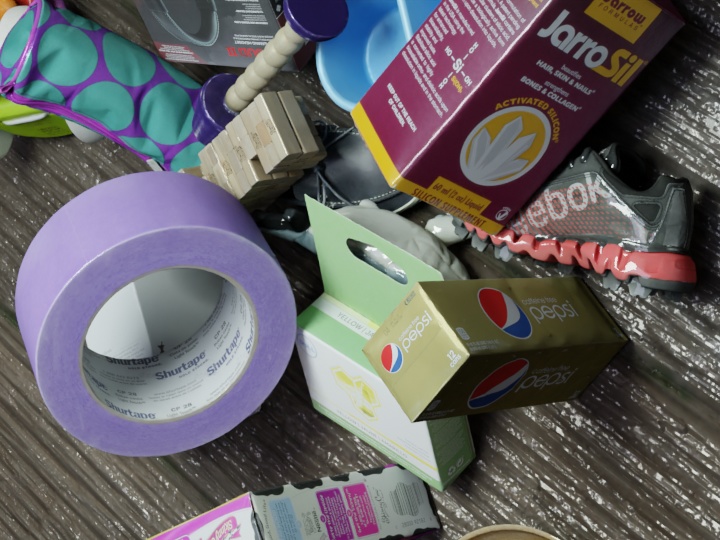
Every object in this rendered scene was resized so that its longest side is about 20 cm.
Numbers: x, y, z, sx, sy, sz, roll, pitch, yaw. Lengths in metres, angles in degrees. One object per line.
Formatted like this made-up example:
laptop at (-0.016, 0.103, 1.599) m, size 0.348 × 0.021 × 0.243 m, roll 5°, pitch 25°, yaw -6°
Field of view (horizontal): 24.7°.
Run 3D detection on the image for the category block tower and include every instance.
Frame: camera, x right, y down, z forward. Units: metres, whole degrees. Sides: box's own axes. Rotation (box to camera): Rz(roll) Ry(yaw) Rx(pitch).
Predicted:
block tower at (-0.106, -0.066, 1.295) m, size 0.199 × 0.054 × 0.058 m, roll -36°, pitch 74°, yaw 42°

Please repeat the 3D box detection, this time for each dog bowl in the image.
dog bowl at (0.047, -0.175, 1.204) m, size 0.199 × 0.049 × 0.113 m, roll -20°, pitch 79°, yaw 38°

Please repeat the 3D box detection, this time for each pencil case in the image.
pencil case at (-0.201, -0.140, 1.345) m, size 0.085 × 0.199 × 0.093 m, roll -10°, pitch 58°, yaw 54°

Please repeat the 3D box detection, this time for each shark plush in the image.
shark plush at (0.000, 0.000, 1.247) m, size 0.197 × 0.091 × 0.084 m, roll 13°, pitch 131°, yaw 10°

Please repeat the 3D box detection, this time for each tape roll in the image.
tape roll at (-0.152, 0.034, 1.227) m, size 0.202 × 0.198 × 0.085 m, roll -63°, pitch 32°, yaw 22°

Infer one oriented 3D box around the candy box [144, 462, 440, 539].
candy box at (-0.053, 0.201, 1.243) m, size 0.136 × 0.199 × 0.062 m, roll -28°, pitch 75°, yaw 36°

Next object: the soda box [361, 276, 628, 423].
soda box at (0.096, 0.050, 1.113) m, size 0.068 × 0.199 × 0.064 m, roll -51°, pitch 62°, yaw 28°

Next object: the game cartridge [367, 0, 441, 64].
game cartridge at (0.109, -0.184, 1.205) m, size 0.200 × 0.032 × 0.177 m, roll -43°, pitch 66°, yaw 30°

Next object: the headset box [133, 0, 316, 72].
headset box at (-0.114, -0.245, 1.296) m, size 0.147 × 0.077 × 0.201 m, roll 10°, pitch 138°, yaw 34°

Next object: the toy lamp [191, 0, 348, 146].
toy lamp at (-0.077, -0.152, 1.260) m, size 0.200 × 0.058 × 0.059 m, roll -43°, pitch 64°, yaw 53°

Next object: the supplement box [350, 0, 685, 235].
supplement box at (0.103, -0.135, 1.099) m, size 0.200 × 0.110 × 0.086 m, roll -49°, pitch 44°, yaw 22°

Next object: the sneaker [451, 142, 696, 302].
sneaker at (0.151, -0.044, 1.149) m, size 0.199 × 0.070 × 0.099 m, roll 15°, pitch 96°, yaw 40°

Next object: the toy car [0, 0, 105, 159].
toy car at (-0.310, -0.193, 1.456) m, size 0.173 × 0.200 × 0.152 m, roll -9°, pitch 69°, yaw 23°

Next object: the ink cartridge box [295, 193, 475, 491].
ink cartridge box at (0.010, 0.056, 1.216) m, size 0.145 × 0.048 × 0.201 m, roll 30°, pitch 150°, yaw 35°

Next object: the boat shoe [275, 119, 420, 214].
boat shoe at (-0.026, -0.081, 1.299) m, size 0.198 × 0.062 × 0.076 m, roll 6°, pitch 94°, yaw 38°

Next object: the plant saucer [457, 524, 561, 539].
plant saucer at (0.126, 0.285, 1.204) m, size 0.198 × 0.035 × 0.203 m, roll 2°, pitch 93°, yaw 39°

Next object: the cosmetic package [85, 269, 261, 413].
cosmetic package at (-0.171, 0.041, 1.393) m, size 0.081 × 0.112 × 0.202 m, roll -25°, pitch 78°, yaw 37°
